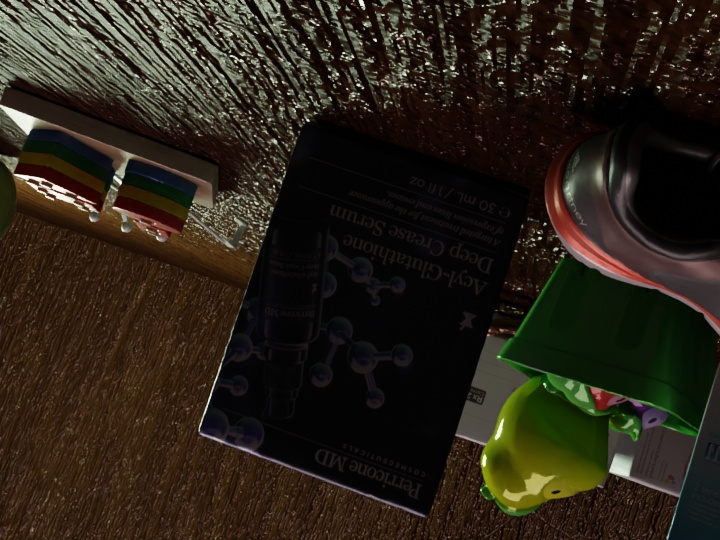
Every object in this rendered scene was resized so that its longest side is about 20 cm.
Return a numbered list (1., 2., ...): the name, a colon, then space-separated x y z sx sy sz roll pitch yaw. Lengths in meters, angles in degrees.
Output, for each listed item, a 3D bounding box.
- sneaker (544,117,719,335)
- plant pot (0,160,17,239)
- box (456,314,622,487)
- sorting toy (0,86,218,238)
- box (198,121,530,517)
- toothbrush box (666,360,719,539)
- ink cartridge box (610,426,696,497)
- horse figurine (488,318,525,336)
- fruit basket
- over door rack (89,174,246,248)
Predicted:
1. sneaker: 0.172 -0.004 0.401 0.197 0.078 0.082 19 168 -3
2. plant pot: -0.632 -0.132 1.467 0.198 0.202 0.190 18 161 12
3. box: 0.220 0.150 1.236 0.196 0.132 0.200 18 -174 9
4. sorting toy: -0.244 -0.091 0.986 0.198 0.070 0.199 20 174 -7
5. box: 0.005 0.032 0.644 0.147 0.203 0.107 18 175 5
6. toothbrush box: 0.271 0.128 0.670 0.084 0.203 0.146 17 175 27
7. ink cartridge box: 0.424 0.224 1.340 0.198 0.146 0.084 22 172 -24
8. horse figurine: 0.237 0.079 1.091 0.198 0.051 0.132 19 -179 25
9. fruit basket: 0.184 0.110 0.794 0.154 0.218 0.215 15 173 33
10. over door rack: -0.258 -0.071 1.243 0.147 0.067 0.199 16 173 38
